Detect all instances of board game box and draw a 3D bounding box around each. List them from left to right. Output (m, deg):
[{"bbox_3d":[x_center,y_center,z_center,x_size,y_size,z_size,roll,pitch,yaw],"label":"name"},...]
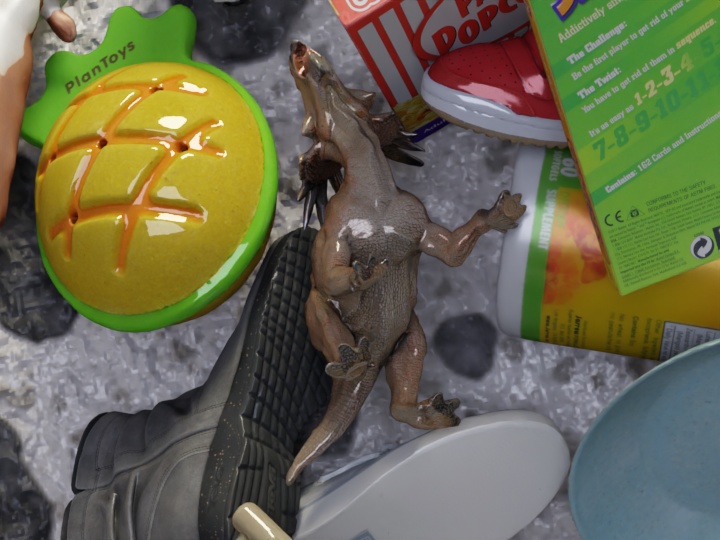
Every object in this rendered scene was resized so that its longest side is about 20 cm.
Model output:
[{"bbox_3d":[0.063,-0.142,1.017,0.151,0.200,0.047,-31,74,4],"label":"board game box"},{"bbox_3d":[0.129,-0.096,0.932,0.095,0.030,0.201,-20,114,-1],"label":"board game box"}]

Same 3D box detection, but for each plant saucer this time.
[{"bbox_3d":[0.197,0.088,1.012,0.199,0.202,0.039,-7,41,6],"label":"plant saucer"}]

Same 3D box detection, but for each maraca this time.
[{"bbox_3d":[-0.111,-0.055,1.079,0.137,0.107,0.201,-31,53,7],"label":"maraca"}]

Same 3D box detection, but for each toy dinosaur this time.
[{"bbox_3d":[0.000,0.000,1.033,0.085,0.135,0.202,6,105,-28],"label":"toy dinosaur"}]

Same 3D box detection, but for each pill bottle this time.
[{"bbox_3d":[0.172,-0.008,1.035,0.198,0.111,0.112,9,85,8],"label":"pill bottle"}]

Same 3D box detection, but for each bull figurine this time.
[{"bbox_3d":[-0.208,-0.081,1.088,0.121,0.065,0.201,-33,35,36],"label":"bull figurine"}]

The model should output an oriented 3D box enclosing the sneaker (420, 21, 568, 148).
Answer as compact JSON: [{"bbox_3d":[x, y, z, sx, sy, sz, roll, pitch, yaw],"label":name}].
[{"bbox_3d":[0.130,-0.119,0.994,0.198,0.071,0.113,-1,123,-10],"label":"sneaker"}]

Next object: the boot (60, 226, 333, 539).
[{"bbox_3d":[-0.085,0.069,1.077,0.131,0.070,0.201,-11,46,37],"label":"boot"}]

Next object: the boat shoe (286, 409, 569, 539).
[{"bbox_3d":[0.011,0.120,1.066,0.199,0.069,0.072,-34,115,10],"label":"boat shoe"}]

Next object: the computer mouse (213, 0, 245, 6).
[{"bbox_3d":[0.013,-0.200,1.105,0.198,0.053,0.140,7,84,8],"label":"computer mouse"}]

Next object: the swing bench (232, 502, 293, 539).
[{"bbox_3d":[-0.043,0.246,0.923,0.200,0.130,0.199,38,98,6],"label":"swing bench"}]
